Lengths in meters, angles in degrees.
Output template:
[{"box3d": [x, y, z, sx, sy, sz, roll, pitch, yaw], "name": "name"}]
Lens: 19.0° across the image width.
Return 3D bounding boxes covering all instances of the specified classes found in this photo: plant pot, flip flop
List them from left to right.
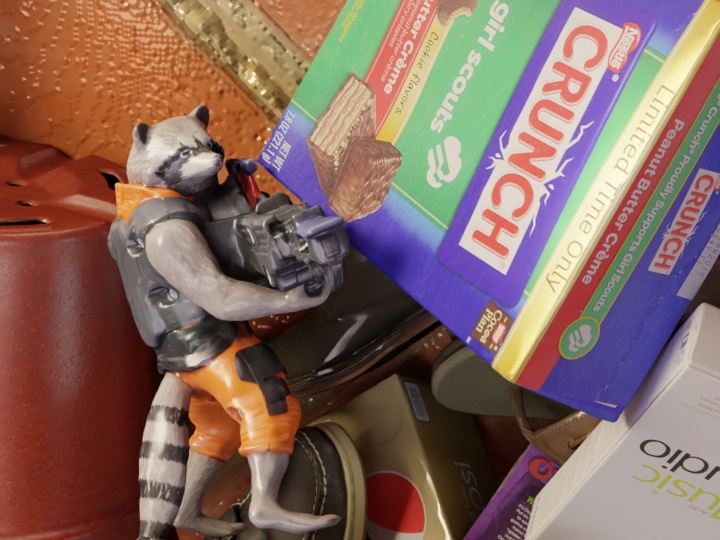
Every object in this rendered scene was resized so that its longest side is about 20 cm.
[{"box3d": [-0.183, 0.048, 1.044, 0.201, 0.201, 0.195, 8, 110, 10], "name": "plant pot"}, {"box3d": [0.125, 0.074, 0.980, 0.200, 0.058, 0.081, 17, 151, 13], "name": "flip flop"}]

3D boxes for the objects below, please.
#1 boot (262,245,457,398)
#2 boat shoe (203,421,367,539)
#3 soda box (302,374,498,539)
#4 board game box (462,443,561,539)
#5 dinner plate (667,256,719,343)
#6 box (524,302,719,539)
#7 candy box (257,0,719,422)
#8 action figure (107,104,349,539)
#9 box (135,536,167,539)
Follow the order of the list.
[{"box3d": [0.000, 0.000, 1.047, 0.200, 0.075, 0.097, -22, 90, 24], "name": "boot"}, {"box3d": [-0.056, 0.159, 1.048, 0.065, 0.073, 0.200, 2, 124, -34], "name": "boat shoe"}, {"box3d": [0.039, 0.156, 1.040, 0.068, 0.064, 0.200, -31, 62, 26], "name": "soda box"}, {"box3d": [0.129, 0.179, 0.982, 0.200, 0.120, 0.032, 36, 146, 7], "name": "board game box"}, {"box3d": [0.172, 0.036, 0.996, 0.200, 0.024, 0.200, 7, 150, 4], "name": "dinner plate"}, {"box3d": [0.167, 0.099, 0.910, 0.144, 0.036, 0.200, 23, 148, -3], "name": "box"}, {"box3d": [0.068, -0.062, 0.892, 0.077, 0.200, 0.169, 19, 106, -44], "name": "candy box"}, {"box3d": [-0.064, 0.023, 0.938, 0.105, 0.200, 0.194, -11, 87, -13], "name": "action figure"}, {"box3d": [-0.014, 0.213, 0.911, 0.200, 0.104, 0.148, 9, 126, 8], "name": "box"}]
